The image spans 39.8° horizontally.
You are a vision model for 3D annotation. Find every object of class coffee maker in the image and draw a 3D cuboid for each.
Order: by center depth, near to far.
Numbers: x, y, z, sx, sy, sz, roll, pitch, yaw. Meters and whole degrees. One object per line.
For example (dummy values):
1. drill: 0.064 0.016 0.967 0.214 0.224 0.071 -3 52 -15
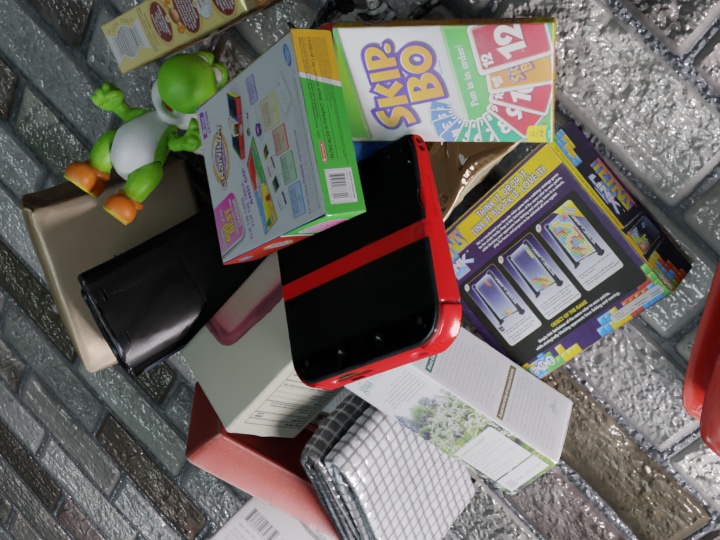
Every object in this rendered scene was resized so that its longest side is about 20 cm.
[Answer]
1. coffee maker: -0.188 0.005 1.038 0.135 0.198 0.193 52 162 24

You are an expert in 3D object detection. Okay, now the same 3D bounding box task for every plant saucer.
1. plant saucer: -0.100 0.200 1.132 0.198 0.200 0.037 31 102 -14

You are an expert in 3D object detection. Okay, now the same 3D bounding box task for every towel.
1. towel: 0.032 0.208 1.045 0.085 0.166 0.202 9 133 41

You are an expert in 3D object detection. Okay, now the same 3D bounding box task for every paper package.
1. paper package: -0.271 -0.015 1.153 0.103 0.188 0.203 29 136 62

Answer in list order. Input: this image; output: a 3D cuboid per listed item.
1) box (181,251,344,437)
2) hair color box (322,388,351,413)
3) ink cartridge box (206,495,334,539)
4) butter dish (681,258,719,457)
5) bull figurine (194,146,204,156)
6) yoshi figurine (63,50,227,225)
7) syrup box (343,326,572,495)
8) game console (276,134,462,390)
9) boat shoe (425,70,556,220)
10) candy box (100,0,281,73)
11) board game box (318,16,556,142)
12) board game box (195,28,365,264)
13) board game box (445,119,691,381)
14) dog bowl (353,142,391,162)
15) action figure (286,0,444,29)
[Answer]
1. box: -0.061 0.061 1.007 0.200 0.127 0.109 -45 61 14
2. hair color box: -0.052 0.094 1.137 0.197 0.064 0.113 13 123 31
3. ink cartridge box: -0.084 0.331 1.207 0.145 0.200 0.084 44 136 8
4. butter dish: 0.341 0.102 0.764 0.197 0.147 0.203 23 128 25
5. bull figurine: -0.091 -0.107 1.033 0.198 0.066 0.122 32 168 10
6. yoshi figurine: -0.214 -0.152 1.026 0.111 0.201 0.112 30 169 49
7. syrup box: 0.090 0.113 0.922 0.198 0.082 0.079 34 135 -6
8. game console: 0.000 0.000 0.861 0.198 0.031 0.180 -24 68 43
9. boat shoe: 0.094 -0.113 0.874 0.072 0.065 0.201 38 106 1
10. candy box: -0.147 -0.259 0.965 0.198 0.115 0.056 -11 110 42
11. board game box: 0.060 -0.155 0.816 0.196 0.030 0.097 3 114 16
12. board game box: -0.077 -0.101 0.872 0.199 0.040 0.156 -18 81 56
13. board game box: 0.169 -0.008 0.901 0.166 0.056 0.200 52 136 4
14. dog bowl: 0.003 -0.146 0.958 0.199 0.049 0.112 37 133 17
15. action figure: 0.019 -0.214 0.872 0.199 0.102 0.119 -40 90 29
